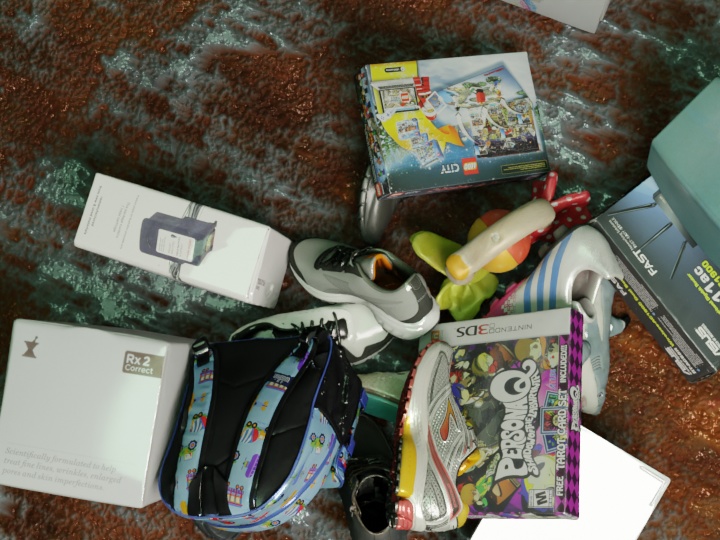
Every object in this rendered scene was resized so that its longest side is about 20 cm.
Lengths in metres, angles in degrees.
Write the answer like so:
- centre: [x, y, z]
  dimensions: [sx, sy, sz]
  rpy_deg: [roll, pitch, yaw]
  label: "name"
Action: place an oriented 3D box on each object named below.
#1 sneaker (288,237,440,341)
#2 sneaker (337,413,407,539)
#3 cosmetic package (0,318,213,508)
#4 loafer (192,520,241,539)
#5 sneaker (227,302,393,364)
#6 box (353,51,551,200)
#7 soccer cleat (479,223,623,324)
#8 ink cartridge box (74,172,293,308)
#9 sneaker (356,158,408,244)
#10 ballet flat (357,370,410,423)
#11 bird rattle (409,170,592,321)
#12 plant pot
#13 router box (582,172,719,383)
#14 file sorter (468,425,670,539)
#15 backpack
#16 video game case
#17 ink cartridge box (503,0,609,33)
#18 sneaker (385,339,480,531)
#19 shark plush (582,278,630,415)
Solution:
- centre: [0.000, 0.000, 1.122]
  dimensions: [0.199, 0.080, 0.074]
  rpy_deg: [24, 55, 36]
  label: "sneaker"
- centre: [0.012, 0.209, 1.081]
  dimensions: [0.074, 0.107, 0.201]
  rpy_deg: [-11, 47, -7]
  label: "sneaker"
- centre: [-0.263, 0.145, 1.109]
  dimensions: [0.163, 0.200, 0.167]
  rpy_deg: [7, 86, 8]
  label: "cosmetic package"
- centre: [-0.099, 0.220, 1.157]
  dimensions: [0.200, 0.068, 0.070]
  rpy_deg: [-43, 113, -3]
  label: "loafer"
- centre: [-0.054, 0.076, 1.152]
  dimensions: [0.198, 0.080, 0.074]
  rpy_deg: [-15, 82, 4]
  label: "sneaker"
- centre: [0.100, -0.157, 1.125]
  dimensions: [0.198, 0.038, 0.138]
  rpy_deg: [-9, 86, -23]
  label: "box"
- centre: [0.192, 0.041, 1.085]
  dimensions: [0.087, 0.069, 0.201]
  rpy_deg: [56, 131, 28]
  label: "soccer cleat"
- centre: [-0.185, -0.029, 1.141]
  dimensions: [0.198, 0.145, 0.085]
  rpy_deg: [18, 88, 8]
  label: "ink cartridge box"
- centre: [0.054, -0.120, 1.159]
  dimensions: [0.090, 0.076, 0.202]
  rpy_deg: [20, 91, 0]
  label: "sneaker"
- centre: [0.071, 0.145, 1.148]
  dimensions: [0.199, 0.068, 0.063]
  rpy_deg: [22, 63, 4]
  label: "ballet flat"
- centre: [0.155, -0.027, 1.096]
  dimensions: [0.199, 0.163, 0.113]
  rpy_deg: [-26, 86, 8]
  label: "bird rattle"
- centre: [0.379, -0.077, 1.002]
  dimensions: [0.141, 0.141, 0.200]
  rpy_deg: [-44, 74, 2]
  label: "plant pot"
- centre: [0.343, -0.009, 1.093]
  dimensions: [0.149, 0.062, 0.200]
  rpy_deg: [-36, 83, -18]
  label: "router box"
- centre: [0.199, 0.258, 1.083]
  dimensions: [0.138, 0.125, 0.201]
  rpy_deg: [30, 90, 7]
  label: "file sorter"
- centre: [-0.098, 0.171, 1.037]
  dimensions: [0.181, 0.135, 0.201]
  rpy_deg: [-7, 48, 26]
  label: "backpack"
- centre: [0.133, 0.144, 1.041]
  dimensions: [0.180, 0.036, 0.202]
  rpy_deg: [-9, 65, 37]
  label: "video game case"
- centre: [0.194, -0.371, 1.123]
  dimensions: [0.199, 0.145, 0.146]
  rpy_deg: [21, 88, 7]
  label: "ink cartridge box"
- centre: [0.074, 0.161, 1.017]
  dimensions: [0.081, 0.078, 0.201]
  rpy_deg: [11, 57, -4]
  label: "sneaker"
- centre: [0.255, 0.051, 1.141]
  dimensions: [0.083, 0.091, 0.201]
  rpy_deg: [23, 73, -17]
  label: "shark plush"
